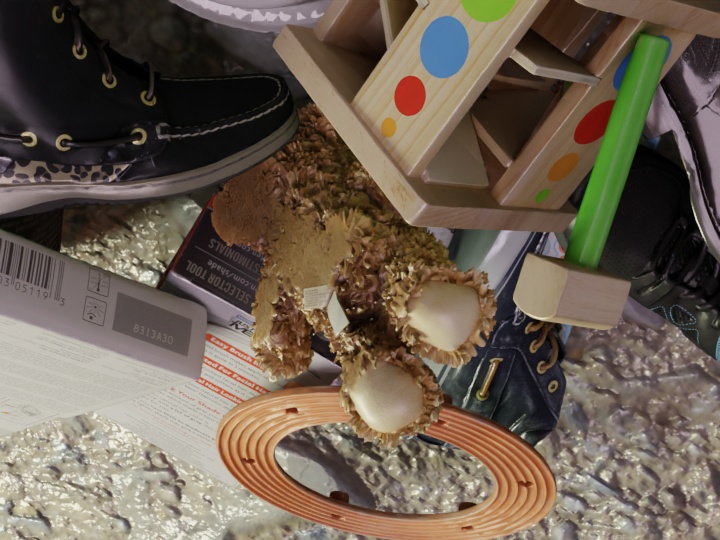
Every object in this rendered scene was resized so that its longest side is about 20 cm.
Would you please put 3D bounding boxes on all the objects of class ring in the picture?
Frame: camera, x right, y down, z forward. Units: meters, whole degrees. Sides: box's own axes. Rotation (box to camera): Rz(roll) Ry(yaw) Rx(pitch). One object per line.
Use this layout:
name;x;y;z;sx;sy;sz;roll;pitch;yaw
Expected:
ring;0.015;0.111;0.956;0.199;0.019;0.201;7;149;4

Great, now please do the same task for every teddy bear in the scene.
teddy bear;0.000;0.000;0.834;0.067;0.200;0.146;7;104;-39

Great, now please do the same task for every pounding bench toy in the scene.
pounding bench toy;0.090;-0.092;0.750;0.156;0.124;0.200;-52;58;27

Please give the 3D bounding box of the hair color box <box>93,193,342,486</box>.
hair color box;-0.080;0.048;0.978;0.111;0.064;0.200;30;147;-8

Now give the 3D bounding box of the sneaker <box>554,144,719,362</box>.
sneaker;0.181;-0.002;0.871;0.200;0.082;0.073;32;94;-36

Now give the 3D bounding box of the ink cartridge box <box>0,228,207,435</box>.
ink cartridge box;-0.206;0.037;0.896;0.161;0.050;0.200;23;153;-38

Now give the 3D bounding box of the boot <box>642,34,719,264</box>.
boot;0.232;-0.084;0.793;0.174;0.069;0.200;-28;107;30

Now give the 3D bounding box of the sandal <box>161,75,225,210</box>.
sandal;-0.056;-0.041;0.950;0.082;0.055;0.200;-14;125;44

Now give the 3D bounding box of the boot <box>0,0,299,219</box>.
boot;-0.135;-0.112;0.803;0.203;0.074;0.154;-11;120;-9

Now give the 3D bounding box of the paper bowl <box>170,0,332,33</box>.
paper bowl;-0.050;-0.210;0.802;0.200;0.105;0.201;7;127;9

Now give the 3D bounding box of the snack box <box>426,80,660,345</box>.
snack box;0.082;-0.023;0.941;0.116;0.037;0.201;18;126;-1

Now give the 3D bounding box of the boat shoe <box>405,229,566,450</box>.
boat shoe;0.084;0.028;0.916;0.091;0.071;0.201;18;132;-9

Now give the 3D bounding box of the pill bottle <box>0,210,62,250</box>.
pill bottle;-0.228;-0.037;0.950;0.113;0.113;0.201;15;126;3
